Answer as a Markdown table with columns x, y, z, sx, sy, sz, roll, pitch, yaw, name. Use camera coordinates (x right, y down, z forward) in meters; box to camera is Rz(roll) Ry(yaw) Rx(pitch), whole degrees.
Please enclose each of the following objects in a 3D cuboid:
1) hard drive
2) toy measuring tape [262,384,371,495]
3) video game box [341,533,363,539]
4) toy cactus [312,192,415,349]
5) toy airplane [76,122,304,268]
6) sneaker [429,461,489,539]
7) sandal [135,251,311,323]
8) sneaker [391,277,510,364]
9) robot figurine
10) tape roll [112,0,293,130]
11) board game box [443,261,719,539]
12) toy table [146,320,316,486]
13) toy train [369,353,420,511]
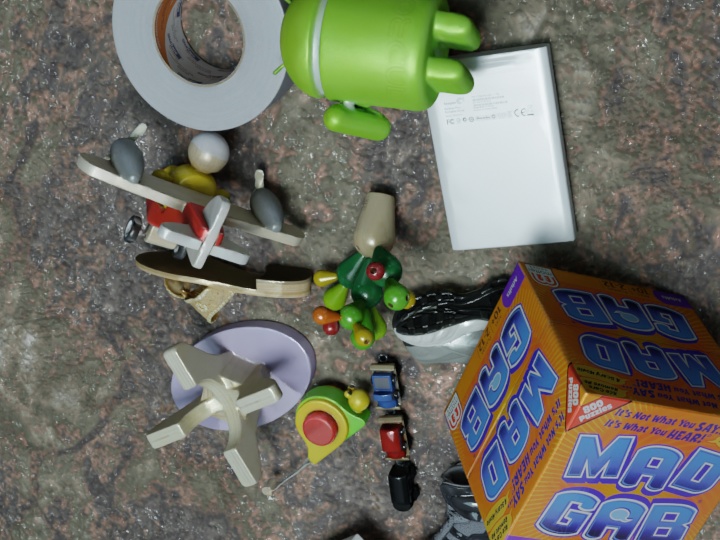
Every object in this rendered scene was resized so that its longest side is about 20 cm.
| x | y | z | sx | sy | sz | roll | pitch | yaw | name |
| --- | --- | --- | --- | --- | --- | --- | --- | --- | --- |
| 0.141 | -0.122 | 1.224 | 0.131 | 0.027 | 0.201 | -4 | 111 | 21 | hard drive |
| -0.065 | 0.191 | 1.418 | 0.074 | 0.074 | 0.200 | 47 | 120 | -5 | toy measuring tape |
| 0.003 | 0.425 | 1.482 | 0.200 | 0.047 | 0.182 | 49 | 142 | -6 | video game box |
| 0.000 | 0.000 | 1.279 | 0.101 | 0.200 | 0.166 | 10 | 83 | -11 | toy cactus |
| -0.174 | -0.079 | 1.268 | 0.198 | 0.200 | 0.142 | 19 | 89 | 19 | toy airplane |
| 0.109 | 0.289 | 1.399 | 0.199 | 0.075 | 0.114 | -28 | 95 | 28 | sneaker |
| -0.159 | 0.029 | 1.373 | 0.210 | 0.078 | 0.070 | 6 | 109 | 12 | sandal |
| 0.138 | 0.060 | 1.292 | 0.199 | 0.074 | 0.080 | -6 | 135 | 19 | sneaker |
| 0.012 | -0.217 | 1.153 | 0.198 | 0.116 | 0.177 | 9 | 91 | 15 | robot figurine |
| -0.155 | -0.251 | 1.251 | 0.199 | 0.066 | 0.202 | 7 | 115 | 16 | tape roll |
| 0.227 | 0.144 | 1.172 | 0.198 | 0.200 | 0.201 | 11 | 122 | -20 | board game box |
| -0.155 | 0.147 | 1.403 | 0.200 | 0.117 | 0.184 | -36 | 98 | 28 | toy table |
| 0.038 | 0.191 | 1.392 | 0.034 | 0.046 | 0.202 | -1 | 113 | 20 | toy train |
